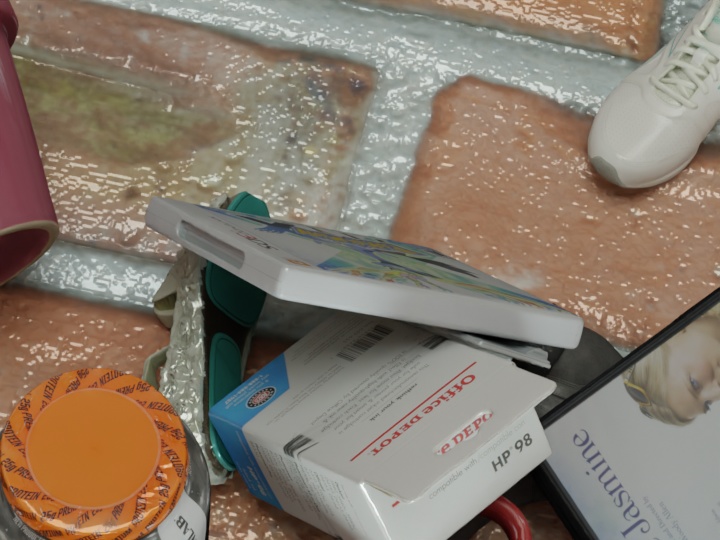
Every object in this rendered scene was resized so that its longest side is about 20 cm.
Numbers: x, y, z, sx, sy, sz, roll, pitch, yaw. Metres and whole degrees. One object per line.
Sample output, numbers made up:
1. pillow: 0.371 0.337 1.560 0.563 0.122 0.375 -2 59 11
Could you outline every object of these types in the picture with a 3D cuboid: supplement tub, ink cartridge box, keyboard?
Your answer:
1. supplement tub: -0.142 0.142 1.357 0.122 0.200 0.123 2 59 -4
2. ink cartridge box: 0.020 0.095 1.393 0.116 0.067 0.200 -36 30 -22
3. keyboard: 0.032 0.023 1.471 0.056 0.200 0.011 11 97 -36

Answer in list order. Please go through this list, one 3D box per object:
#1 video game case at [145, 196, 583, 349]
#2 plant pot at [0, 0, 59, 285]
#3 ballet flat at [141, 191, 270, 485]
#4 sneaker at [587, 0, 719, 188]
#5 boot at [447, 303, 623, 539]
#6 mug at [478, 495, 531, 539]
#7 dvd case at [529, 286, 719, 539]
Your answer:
1. video game case: 0.000 0.000 1.446 0.200 0.182 0.022 11 98 -31
2. plant pot: -0.275 -0.072 1.492 0.200 0.200 0.179 -25 79 -18
3. ballet flat: -0.100 0.038 1.506 0.072 0.072 0.200 7 57 0
4. sneaker: 0.218 -0.133 1.624 0.070 0.080 0.200 39 65 16
5. boot: 0.120 0.124 1.472 0.131 0.070 0.200 33 68 5
6. mug: 0.036 0.228 1.377 0.199 0.134 0.178 -11 38 -6
7. dvd case: 0.196 0.108 1.466 0.200 0.018 0.143 -33 89 -32
